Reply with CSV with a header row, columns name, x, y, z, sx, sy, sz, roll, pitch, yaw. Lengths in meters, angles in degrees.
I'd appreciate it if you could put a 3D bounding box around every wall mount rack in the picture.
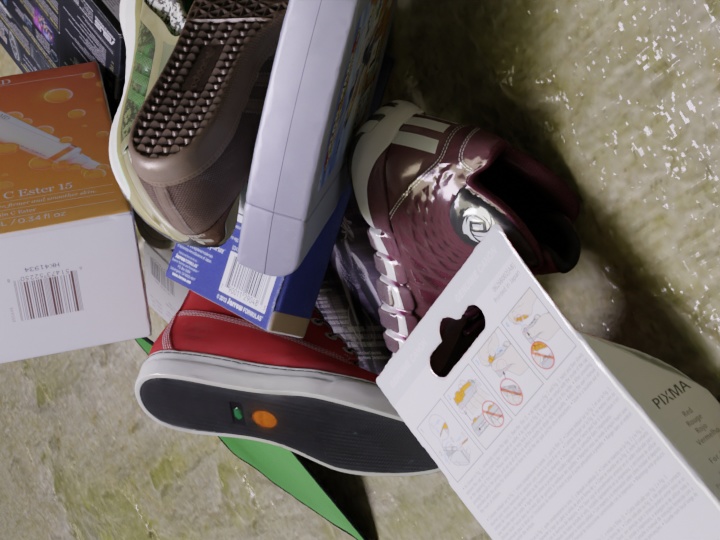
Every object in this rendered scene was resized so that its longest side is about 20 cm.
name,x,y,z,sx,sy,sz,roll,pitch,yaw
wall mount rack,-0.091,0.033,1.339,0.200,0.074,0.174,41,142,40

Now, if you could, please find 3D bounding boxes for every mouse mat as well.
name,x,y,z,sx,sy,sz,roll,pitch,yaw
mouse mat,-0.080,0.119,1.390,0.200,0.008,0.161,25,157,51

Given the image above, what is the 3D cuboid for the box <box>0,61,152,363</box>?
name,x,y,z,sx,sy,sz,roll,pitch,yaw
box,-0.214,-0.040,1.263,0.200,0.124,0.098,-113,15,-54

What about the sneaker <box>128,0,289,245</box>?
name,x,y,z,sx,sy,sz,roll,pitch,yaw
sneaker,-0.060,-0.101,1.038,0.070,0.200,0.076,11,142,29

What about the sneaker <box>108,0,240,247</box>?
name,x,y,z,sx,sy,sz,roll,pitch,yaw
sneaker,-0.096,-0.111,1.093,0.089,0.077,0.200,134,134,-56

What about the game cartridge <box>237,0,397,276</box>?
name,x,y,z,sx,sy,sz,roll,pitch,yaw
game cartridge,-0.015,-0.102,0.961,0.041,0.133,0.200,16,118,2

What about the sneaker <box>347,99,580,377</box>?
name,x,y,z,sx,sy,sz,roll,pitch,yaw
sneaker,0.069,0.007,1.014,0.115,0.076,0.200,12,138,37

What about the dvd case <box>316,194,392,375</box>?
name,x,y,z,sx,sy,sz,roll,pitch,yaw
dvd case,0.000,0.000,1.195,0.149,0.016,0.200,-6,108,64

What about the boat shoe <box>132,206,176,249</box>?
name,x,y,z,sx,sy,sz,roll,pitch,yaw
boat shoe,-0.098,-0.114,1.220,0.074,0.066,0.200,3,94,38

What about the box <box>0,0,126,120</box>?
name,x,y,z,sx,sy,sz,roll,pitch,yaw
box,-0.207,-0.179,1.395,0.200,0.043,0.160,50,150,29

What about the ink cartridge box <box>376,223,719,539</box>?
name,x,y,z,sx,sy,sz,roll,pitch,yaw
ink cartridge box,0.109,0.088,0.986,0.200,0.050,0.162,54,142,16

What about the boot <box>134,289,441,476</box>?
name,x,y,z,sx,sy,sz,roll,pitch,yaw
boot,-0.020,0.042,1.175,0.200,0.144,0.073,13,138,11

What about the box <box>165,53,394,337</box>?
name,x,y,z,sx,sy,sz,roll,pitch,yaw
box,-0.044,-0.073,1.118,0.121,0.032,0.200,25,100,52
